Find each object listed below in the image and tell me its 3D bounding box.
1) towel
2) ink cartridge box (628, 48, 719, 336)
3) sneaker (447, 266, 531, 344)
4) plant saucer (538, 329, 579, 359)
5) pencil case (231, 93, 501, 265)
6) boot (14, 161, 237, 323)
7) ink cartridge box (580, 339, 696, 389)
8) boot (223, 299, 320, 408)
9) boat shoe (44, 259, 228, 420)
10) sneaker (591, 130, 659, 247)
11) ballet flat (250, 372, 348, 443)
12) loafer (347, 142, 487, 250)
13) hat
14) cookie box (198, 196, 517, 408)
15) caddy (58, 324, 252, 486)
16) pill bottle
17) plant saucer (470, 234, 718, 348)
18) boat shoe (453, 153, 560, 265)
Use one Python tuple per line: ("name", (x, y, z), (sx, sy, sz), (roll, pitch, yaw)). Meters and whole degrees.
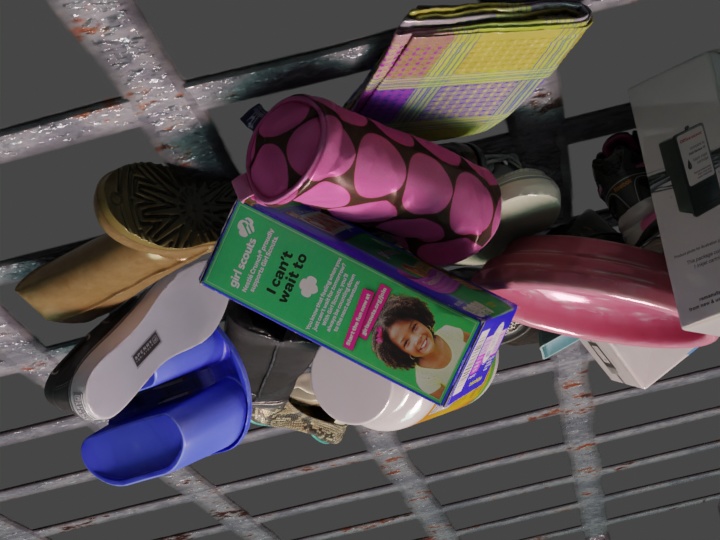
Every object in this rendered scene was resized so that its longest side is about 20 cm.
("towel", (0.067, -0.137, 1.370), (0.144, 0.023, 0.200), (-7, 162, -19))
("ink cartridge box", (0.293, -0.054, 1.491), (0.083, 0.200, 0.147), (-22, 159, 37))
("sneaker", (0.048, 0.035, 1.624), (0.199, 0.076, 0.114), (9, -169, 0))
("plant saucer", (0.243, 0.018, 1.721), (0.200, 0.019, 0.070), (-31, 165, 1))
("pencil case", (0.008, -0.060, 1.390), (0.200, 0.091, 0.094), (20, 122, -41))
("boot", (-0.195, -0.012, 1.510), (0.200, 0.066, 0.175), (-24, 159, 35))
("ink cartridge box", (0.275, 0.048, 1.855), (0.116, 0.067, 0.200), (-38, -178, -2))
("boot", (-0.124, 0.075, 1.798), (0.165, 0.066, 0.200), (-2, 163, -12))
("boat shoe", (-0.188, 0.055, 1.622), (0.066, 0.070, 0.200), (5, -141, 36))
("sneaker", (0.235, -0.078, 1.592), (0.080, 0.086, 0.200), (-34, 178, 12))
("ballet flat", (-0.052, 0.143, 2.097), (0.075, 0.068, 0.200), (-36, 153, 19))
("loafer", (0.014, -0.049, 1.535), (0.063, 0.072, 0.200), (9, 156, -40))
("hat", (0.193, -0.005, 1.745), (0.201, 0.081, 0.201), (-28, 165, -8))
("cookie box", (0.003, 0.018, 1.441), (0.200, 0.075, 0.171), (26, -172, 10))
("caddy", (-0.180, 0.109, 1.740), (0.105, 0.141, 0.200), (-24, -177, -43))
("pill bottle", (0.038, 0.085, 1.768), (0.111, 0.111, 0.200), (-22, 175, 28))
("plant saucer", (0.188, 0.015, 1.547), (0.200, 0.051, 0.201), (12, 169, 2))
("boat shoe", (0.102, -0.057, 1.560), (0.070, 0.072, 0.201), (2, 166, -17))
